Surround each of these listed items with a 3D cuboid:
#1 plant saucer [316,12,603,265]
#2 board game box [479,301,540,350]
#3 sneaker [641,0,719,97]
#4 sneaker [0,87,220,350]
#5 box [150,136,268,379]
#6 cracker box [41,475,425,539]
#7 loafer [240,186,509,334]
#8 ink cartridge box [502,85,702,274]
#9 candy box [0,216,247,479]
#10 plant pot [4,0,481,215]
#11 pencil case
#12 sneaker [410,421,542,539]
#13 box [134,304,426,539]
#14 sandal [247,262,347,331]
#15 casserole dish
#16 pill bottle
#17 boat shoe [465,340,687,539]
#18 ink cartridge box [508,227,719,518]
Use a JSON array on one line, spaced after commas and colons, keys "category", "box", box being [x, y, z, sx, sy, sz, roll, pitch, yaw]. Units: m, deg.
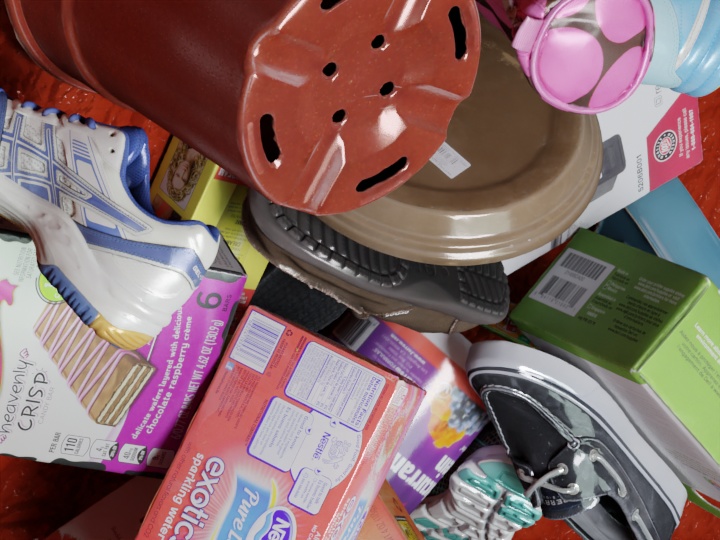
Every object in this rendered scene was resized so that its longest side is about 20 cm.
[{"category": "plant saucer", "box": [0.042, -0.088, 1.652, 0.199, 0.200, 0.030, -23, 150, -27]}, {"category": "board game box", "box": [0.140, 0.056, 1.916, 0.200, 0.095, 0.030, 31, 87, -48]}, {"category": "sneaker", "box": [0.179, -0.190, 1.715, 0.130, 0.079, 0.201, 17, 66, -28]}, {"category": "sneaker", "box": [-0.154, -0.055, 1.522, 0.088, 0.200, 0.075, -44, 171, 4]}, {"category": "box", "box": [-0.101, 0.002, 1.705, 0.075, 0.050, 0.201, 12, 110, -43]}, {"category": "cracker box", "box": [-0.076, 0.168, 1.739, 0.200, 0.134, 0.058, -35, 167, 8]}, {"category": "loafer", "box": [0.000, 0.000, 1.687, 0.071, 0.073, 0.200, -29, 141, 35]}, {"category": "ink cartridge box", "box": [0.105, -0.092, 1.788, 0.199, 0.083, 0.146, -30, 135, -21]}, {"category": "candy box", "box": [-0.178, 0.033, 1.614, 0.199, 0.061, 0.137, 10, 112, -26]}, {"category": "plant pot", "box": [-0.051, -0.137, 1.506, 0.200, 0.195, 0.202, -23, 132, -27]}, {"category": "pencil case", "box": [0.083, -0.167, 1.631, 0.093, 0.200, 0.091, -1, 118, -29]}, {"category": "sneaker", "box": [0.084, 0.131, 1.898, 0.077, 0.200, 0.092, 28, 64, -9]}, {"category": "box", "box": [-0.053, 0.133, 1.658, 0.201, 0.102, 0.095, -65, 167, -1]}, {"category": "sandal", "box": [-0.023, -0.028, 1.740, 0.075, 0.045, 0.200, 3, 135, -34]}, {"category": "casserole dish", "box": [0.202, 0.022, 1.875, 0.039, 0.201, 0.121, -17, 150, -22]}, {"category": "pill bottle", "box": [-0.007, 0.112, 1.819, 0.200, 0.111, 0.111, -50, 138, 0]}, {"category": "boat shoe", "box": [0.126, 0.118, 1.772, 0.200, 0.071, 0.068, 46, 53, -37]}, {"category": "ink cartridge box", "box": [0.204, 0.078, 1.784, 0.076, 0.148, 0.200, -49, 120, -9]}]
